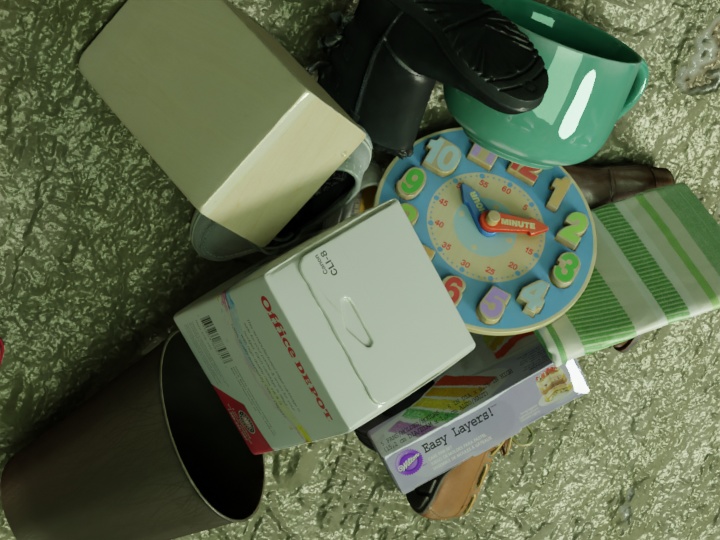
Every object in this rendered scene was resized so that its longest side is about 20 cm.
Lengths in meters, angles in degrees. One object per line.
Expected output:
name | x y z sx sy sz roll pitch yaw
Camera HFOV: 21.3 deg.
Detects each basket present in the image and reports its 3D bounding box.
basket | -0.203 0.170 1.664 0.200 0.181 0.136 -27 149 25

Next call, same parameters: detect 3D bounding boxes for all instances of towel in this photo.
towel | 0.229 0.000 1.678 0.200 0.153 0.023 -18 138 -12

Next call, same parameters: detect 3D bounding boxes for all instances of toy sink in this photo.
toy sink | -0.114 -0.139 1.566 0.130 0.200 0.112 -48 149 7

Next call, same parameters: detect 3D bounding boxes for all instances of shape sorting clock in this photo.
shape sorting clock | 0.108 -0.037 1.647 0.199 0.200 0.039 -1 151 -17

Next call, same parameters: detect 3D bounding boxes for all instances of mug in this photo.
mug | 0.162 -0.151 1.632 0.185 0.152 0.115 19 109 -11

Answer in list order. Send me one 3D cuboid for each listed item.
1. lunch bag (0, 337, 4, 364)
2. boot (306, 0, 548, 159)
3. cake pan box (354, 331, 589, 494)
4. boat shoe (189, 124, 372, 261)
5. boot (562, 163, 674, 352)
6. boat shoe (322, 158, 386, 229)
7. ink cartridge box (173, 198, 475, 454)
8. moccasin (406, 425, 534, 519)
lunch bag | -0.382 0.125 1.618 0.176 0.082 0.200 -4 124 -57
boot | 0.051 -0.156 1.567 0.073 0.198 0.163 -34 160 -41
cake pan box | 0.082 0.099 1.717 0.200 0.184 0.052 -29 116 -1
boat shoe | -0.074 -0.055 1.621 0.201 0.072 0.070 -32 121 31
boot | 0.179 -0.020 1.757 0.199 0.064 0.187 4 101 -23
boat shoe | 0.000 0.000 1.707 0.071 0.070 0.201 -2 115 -17
ink cartridge box | -0.032 0.050 1.590 0.144 0.200 0.146 -31 95 -28
moccasin | 0.116 0.152 1.819 0.078 0.074 0.202 10 109 -32
